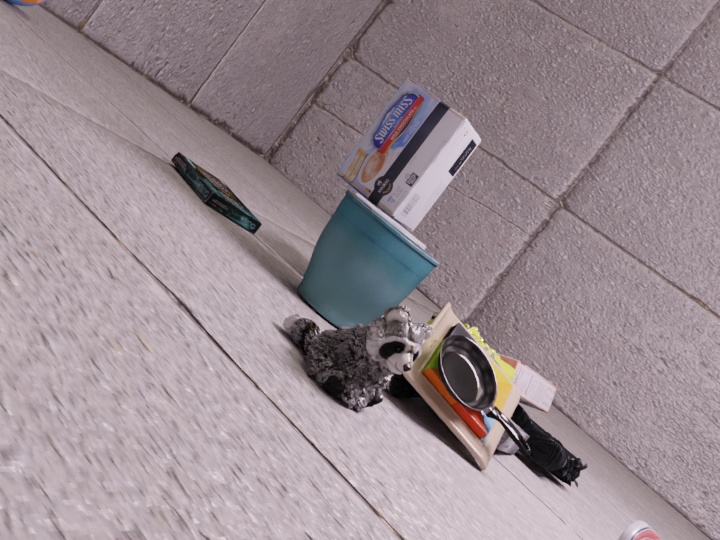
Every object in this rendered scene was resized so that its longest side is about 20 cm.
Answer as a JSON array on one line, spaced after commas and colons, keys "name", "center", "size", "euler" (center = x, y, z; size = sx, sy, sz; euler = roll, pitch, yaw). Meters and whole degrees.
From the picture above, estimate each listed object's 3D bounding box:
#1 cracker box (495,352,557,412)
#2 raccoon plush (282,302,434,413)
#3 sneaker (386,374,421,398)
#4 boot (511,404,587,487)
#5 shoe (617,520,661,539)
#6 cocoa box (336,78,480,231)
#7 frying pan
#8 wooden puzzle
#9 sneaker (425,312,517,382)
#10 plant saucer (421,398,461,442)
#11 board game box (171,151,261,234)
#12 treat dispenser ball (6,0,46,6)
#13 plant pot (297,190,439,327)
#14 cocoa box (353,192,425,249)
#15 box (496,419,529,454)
[{"name": "cracker box", "center": [0.266, 0.200, 1.532], "size": [0.133, 0.058, 0.200], "euler": [17, -11, 39]}, {"name": "raccoon plush", "center": [-0.009, 0.070, 0.982], "size": [0.200, 0.134, 0.097], "euler": [42, 7, 31]}, {"name": "sneaker", "center": [0.092, 0.155, 1.260], "size": [0.199, 0.076, 0.087], "euler": [25, 7, -44]}, {"name": "boot", "center": [0.334, 0.326, 1.562], "size": [0.198, 0.074, 0.162], "euler": [39, 0, 35]}, {"name": "shoe", "center": [0.484, 0.471, 1.325], "size": [0.091, 0.072, 0.200], "euler": [35, -3, 44]}, {"name": "cocoa box", "center": [0.083, -0.192, 1.382], "size": [0.131, 0.200, 0.133], "euler": [39, 6, 19]}, {"name": "frying pan", "center": [0.177, 0.170, 1.175], "size": [0.190, 0.031, 0.115], "euler": [42, 40, -17]}, {"name": "wooden puzzle", "center": [0.159, 0.164, 1.213], "size": [0.200, 0.037, 0.185], "euler": [53, 37, -6]}, {"name": "sneaker", "center": [0.183, 0.132, 1.327], "size": [0.199, 0.077, 0.075], "euler": [26, -8, -29]}, {"name": "plant saucer", "center": [0.133, 0.224, 1.326], "size": [0.070, 0.019, 0.200], "euler": [35, 7, -39]}, {"name": "board game box", "center": [-0.288, -0.156, 1.629], "size": [0.135, 0.028, 0.200], "euler": [34, 7, -43]}, {"name": "treat dispenser ball", "center": [-0.866, -0.783, 2.101], "size": [0.201, 0.201, 0.201], "euler": [38, 5, -4]}, {"name": "plant pot", "center": [0.000, 0.000, 1.390], "size": [0.200, 0.188, 0.200], "euler": [38, 4, -3]}, {"name": "cocoa box", "center": [0.024, -0.049, 1.635], "size": [0.133, 0.131, 0.200], "euler": [40, 5, 16]}, {"name": "box", "center": [0.208, 0.242, 1.415], "size": [0.158, 0.048, 0.200], "euler": [42, 1, 24]}]
